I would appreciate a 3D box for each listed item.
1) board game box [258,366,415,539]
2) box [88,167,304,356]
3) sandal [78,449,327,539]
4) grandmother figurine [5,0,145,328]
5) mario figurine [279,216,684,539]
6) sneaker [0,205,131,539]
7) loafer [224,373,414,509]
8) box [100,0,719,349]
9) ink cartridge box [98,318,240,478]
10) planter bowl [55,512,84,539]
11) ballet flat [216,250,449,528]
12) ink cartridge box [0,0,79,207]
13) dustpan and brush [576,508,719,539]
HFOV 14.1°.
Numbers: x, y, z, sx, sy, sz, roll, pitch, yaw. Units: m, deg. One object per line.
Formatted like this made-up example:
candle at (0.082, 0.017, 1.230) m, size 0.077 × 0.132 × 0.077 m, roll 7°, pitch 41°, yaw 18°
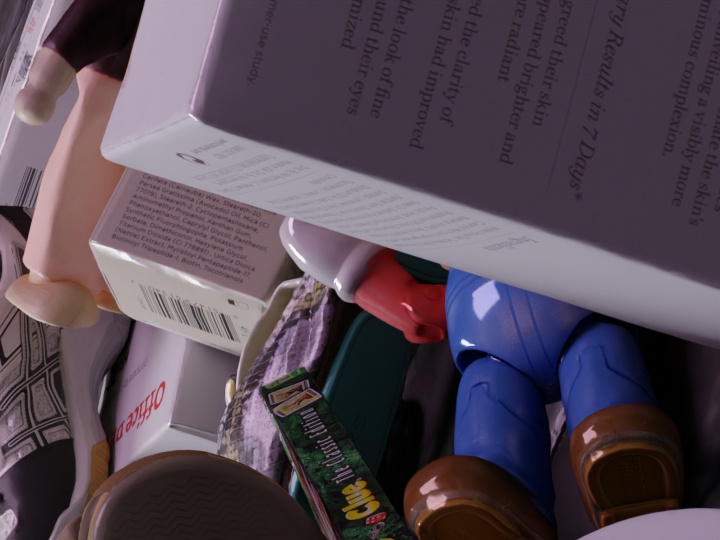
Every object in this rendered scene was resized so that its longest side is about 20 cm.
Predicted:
board game box at (0.011, 0.106, 0.936) m, size 0.023 × 0.105 × 0.200 m, roll -27°, pitch 17°, yaw -4°
box at (-0.027, -0.068, 1.158) m, size 0.200 × 0.082 × 0.068 m, roll -63°, pitch -18°, yaw -21°
sandal at (-0.017, 0.144, 0.877) m, size 0.054 × 0.080 × 0.200 m, roll -17°, pitch 96°, yaw 64°
grandmother figurine at (-0.091, -0.081, 1.180) m, size 0.121 × 0.061 × 0.200 m, roll -27°, pitch -48°, yaw -66°
mario figurine at (0.043, -0.007, 0.893) m, size 0.200 × 0.123 × 0.106 m, roll -95°, pitch 14°, yaw -46°
sneaker at (-0.153, 0.063, 1.237) m, size 0.076 × 0.088 × 0.200 m, roll 131°, pitch 149°, yaw -54°
loafer at (-0.042, 0.135, 1.110) m, size 0.073 × 0.072 × 0.200 m, roll 165°, pitch 121°, yaw -71°
box at (0.054, -0.076, 0.765) m, size 0.106 × 0.200 × 0.152 m, roll 171°, pitch 116°, yaw -72°
ink cartridge box at (-0.047, 0.008, 1.252) m, size 0.146 × 0.086 × 0.200 m, roll 136°, pitch 149°, yaw -60°
planter bowl at (-0.073, 0.165, 0.973) m, size 0.135 × 0.200 × 0.200 m, roll -62°, pitch 17°, yaw 9°
ballet flat at (0.000, 0.000, 1.065) m, size 0.200 × 0.072 × 0.072 m, roll -64°, pitch 15°, yaw -5°
ink cartridge box at (-0.099, -0.064, 1.395) m, size 0.083 × 0.146 × 0.200 m, roll -135°, pitch 65°, yaw -73°
dustpan and brush at (0.060, 0.109, 0.791) m, size 0.140 × 0.057 × 0.200 m, roll -40°, pitch 14°, yaw 2°
